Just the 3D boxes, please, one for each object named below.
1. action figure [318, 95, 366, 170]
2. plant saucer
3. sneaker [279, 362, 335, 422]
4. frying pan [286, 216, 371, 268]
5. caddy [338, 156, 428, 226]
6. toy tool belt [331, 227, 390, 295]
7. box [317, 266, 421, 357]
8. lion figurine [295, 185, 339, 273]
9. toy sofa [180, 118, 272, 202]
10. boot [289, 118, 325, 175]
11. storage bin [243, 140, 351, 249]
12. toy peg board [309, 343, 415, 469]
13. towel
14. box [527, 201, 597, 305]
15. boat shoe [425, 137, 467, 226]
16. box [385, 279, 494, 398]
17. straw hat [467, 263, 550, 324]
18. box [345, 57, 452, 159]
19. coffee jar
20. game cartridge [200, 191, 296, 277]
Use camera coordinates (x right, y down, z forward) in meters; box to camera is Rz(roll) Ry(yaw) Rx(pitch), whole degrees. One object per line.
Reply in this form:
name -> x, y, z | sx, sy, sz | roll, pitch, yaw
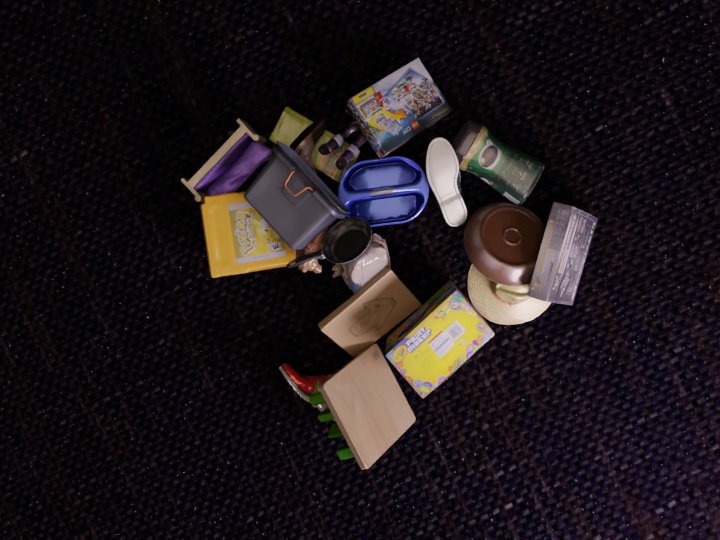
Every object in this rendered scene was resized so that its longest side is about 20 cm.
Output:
action figure -> 0.003, -0.310, 1.484 | 0.130, 0.069, 0.200 | 47, 71, -3
plant saucer -> 0.322, -0.067, 1.464 | 0.196, 0.037, 0.204 | 2, 65, -4
sneaker -> -0.097, 0.266, 1.560 | 0.199, 0.077, 0.085 | 37, 81, -7
frying pan -> -0.054, -0.035, 1.410 | 0.190, 0.031, 0.115 | -42, 48, -3
caddy -> 0.050, -0.171, 1.486 | 0.196, 0.105, 0.144 | -7, 95, 4
toy tool belt -> 0.000, 0.000, 1.501 | 0.123, 0.123, 0.202 | -16, 137, -20
box -> 0.023, 0.096, 1.498 | 0.199, 0.163, 0.021 | -38, 50, 6
lion figurine -> -0.087, -0.093, 1.495 | 0.071, 0.122, 0.203 | 20, 95, 2
toy sofa -> -0.294, -0.232, 1.518 | 0.200, 0.083, 0.098 | -44, 90, 6
boot -> -0.123, -0.234, 1.511 | 0.097, 0.075, 0.201 | 41, 88, -24
storage bin -> -0.139, -0.143, 1.397 | 0.200, 0.145, 0.134 | 45, 99, 5
toy peg board -> -0.005, 0.303, 1.513 | 0.097, 0.198, 0.202 | -24, 95, 43
towel -> -0.103, -0.282, 1.533 | 0.198, 0.018, 0.087 | 31, 95, 1
box -> 0.431, -0.031, 1.447 | 0.048, 0.157, 0.204 | 18, 97, 37
boat shoe -> 0.181, -0.197, 1.471 | 0.073, 0.066, 0.202 | -24, 116, 2
box -> 0.165, 0.141, 1.461 | 0.200, 0.193, 0.122 | -43, 91, 6
straw hat -> 0.337, 0.031, 1.493 | 0.197, 0.085, 0.205 | 0, 95, 4
box -> 0.083, -0.349, 1.462 | 0.199, 0.038, 0.138 | -35, 93, -21
coffee jar -> 0.289, -0.236, 1.475 | 0.198, 0.085, 0.105 | 33, 97, 1
game cartridge -> -0.247, -0.086, 1.514 | 0.197, 0.032, 0.180 | -10, 95, -22
